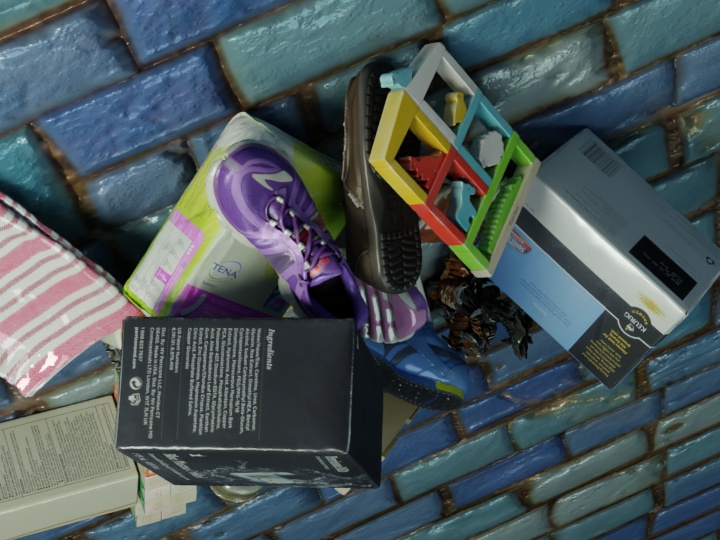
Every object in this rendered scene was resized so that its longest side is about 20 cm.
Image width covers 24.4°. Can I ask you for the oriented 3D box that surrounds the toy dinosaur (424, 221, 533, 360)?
[{"bbox_3d":[0.125,0.029,1.754,0.103,0.135,0.200,-66,157,-18],"label":"toy dinosaur"}]

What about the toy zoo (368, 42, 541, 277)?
[{"bbox_3d":[0.077,-0.105,1.452,0.020,0.132,0.200,-3,143,45],"label":"toy zoo"}]

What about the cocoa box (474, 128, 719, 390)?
[{"bbox_3d":[0.233,-0.012,1.633,0.133,0.200,0.131,-38,169,-49],"label":"cocoa box"}]

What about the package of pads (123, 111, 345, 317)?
[{"bbox_3d":[-0.103,-0.029,1.475,0.200,0.068,0.154,-56,144,6],"label":"package of pads"}]

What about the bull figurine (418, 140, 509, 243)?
[{"bbox_3d":[0.075,-0.062,1.558,0.121,0.065,0.200,-37,176,14],"label":"bull figurine"}]

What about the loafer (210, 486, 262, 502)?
[{"bbox_3d":[-0.131,0.184,1.716,0.075,0.200,0.070,11,114,-12],"label":"loafer"}]

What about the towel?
[{"bbox_3d":[-0.307,0.018,1.434,0.146,0.030,0.200,-35,127,18],"label":"towel"}]

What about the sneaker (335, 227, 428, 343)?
[{"bbox_3d":[0.000,0.000,1.560,0.088,0.200,0.081,-22,124,-36],"label":"sneaker"}]

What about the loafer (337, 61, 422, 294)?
[{"bbox_3d":[0.005,-0.080,1.445,0.071,0.201,0.073,-1,180,44],"label":"loafer"}]

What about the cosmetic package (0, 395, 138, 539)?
[{"bbox_3d":[-0.337,0.209,1.705,0.199,0.104,0.073,-13,149,-17],"label":"cosmetic package"}]

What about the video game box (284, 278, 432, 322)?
[{"bbox_3d":[-0.030,0.042,1.718,0.199,0.047,0.182,-23,149,-2],"label":"video game box"}]

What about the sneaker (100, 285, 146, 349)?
[{"bbox_3d":[-0.175,0.023,1.573,0.200,0.092,0.076,-19,115,-46],"label":"sneaker"}]

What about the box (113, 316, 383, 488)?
[{"bbox_3d":[-0.089,0.118,1.437,0.199,0.118,0.197,-1,164,9],"label":"box"}]

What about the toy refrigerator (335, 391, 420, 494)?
[{"bbox_3d":[0.021,0.151,1.796,0.076,0.070,0.200,-51,177,38],"label":"toy refrigerator"}]

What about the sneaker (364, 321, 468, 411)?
[{"bbox_3d":[0.033,0.082,1.736,0.200,0.079,0.066,24,149,-33],"label":"sneaker"}]

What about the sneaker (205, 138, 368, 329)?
[{"bbox_3d":[-0.050,-0.028,1.386,0.081,0.083,0.200,-44,121,-10],"label":"sneaker"}]

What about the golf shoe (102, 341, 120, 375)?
[{"bbox_3d":[-0.179,0.090,1.663,0.200,0.095,0.078,37,103,-28],"label":"golf shoe"}]

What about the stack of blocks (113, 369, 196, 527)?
[{"bbox_3d":[-0.217,0.195,1.756,0.058,0.115,0.200,-14,149,-17],"label":"stack of blocks"}]
